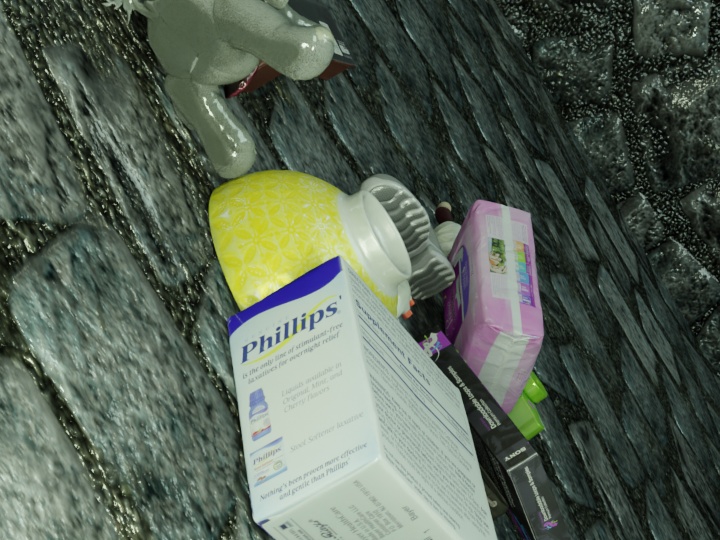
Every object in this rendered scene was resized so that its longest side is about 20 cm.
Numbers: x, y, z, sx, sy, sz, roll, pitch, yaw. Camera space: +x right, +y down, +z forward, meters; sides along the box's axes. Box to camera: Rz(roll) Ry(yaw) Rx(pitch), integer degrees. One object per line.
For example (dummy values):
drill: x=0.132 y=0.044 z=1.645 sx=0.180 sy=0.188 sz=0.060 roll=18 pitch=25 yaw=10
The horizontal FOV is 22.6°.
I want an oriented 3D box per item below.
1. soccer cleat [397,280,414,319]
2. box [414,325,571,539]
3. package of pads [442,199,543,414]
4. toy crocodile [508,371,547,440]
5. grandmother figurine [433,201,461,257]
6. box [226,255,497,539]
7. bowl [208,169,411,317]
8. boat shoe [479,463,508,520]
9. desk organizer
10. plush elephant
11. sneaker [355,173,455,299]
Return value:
soccer cleat: x=0.000 y=0.000 z=1.603 sx=0.078 sy=0.069 sz=0.200 roll=50 pitch=11 yaw=-19
box: x=0.118 y=0.157 z=1.605 sx=0.200 sy=0.036 sz=0.144 roll=55 pitch=-8 yaw=49
package of pads: x=0.132 y=0.038 z=1.822 sx=0.075 sy=0.121 sz=0.201 roll=13 pitch=39 yaw=-12
toy crocodile: x=0.145 y=0.103 z=1.886 sx=0.062 sy=0.067 sz=0.201 roll=43 pitch=21 yaw=-39
grandmother figurine: x=0.119 y=-0.025 z=2.048 sx=0.122 sy=0.060 sz=0.200 roll=55 pitch=11 yaw=11
box: x=0.003 y=0.129 z=1.293 sx=0.184 sy=0.104 sz=0.201 roll=49 pitch=20 yaw=-39
bowl: x=-0.023 y=-0.004 z=1.440 sx=0.201 sy=0.107 sz=0.201 roll=55 pitch=16 yaw=-23
boat shoe: x=0.070 y=0.134 z=1.539 sx=0.067 sy=0.056 sz=0.202 roll=-93 pitch=162 yaw=-68
desk organizer: x=-0.077 y=-0.211 z=1.687 sx=0.072 sy=0.077 sz=0.200 roll=63 pitch=15 yaw=6
plush elephant: x=-0.097 y=-0.202 z=1.441 sx=0.200 sy=0.165 sz=0.155 roll=40 pitch=40 yaw=9
sneaker: x=0.030 y=-0.043 z=1.784 sx=0.082 sy=0.074 sz=0.200 roll=63 pitch=2 yaw=32
